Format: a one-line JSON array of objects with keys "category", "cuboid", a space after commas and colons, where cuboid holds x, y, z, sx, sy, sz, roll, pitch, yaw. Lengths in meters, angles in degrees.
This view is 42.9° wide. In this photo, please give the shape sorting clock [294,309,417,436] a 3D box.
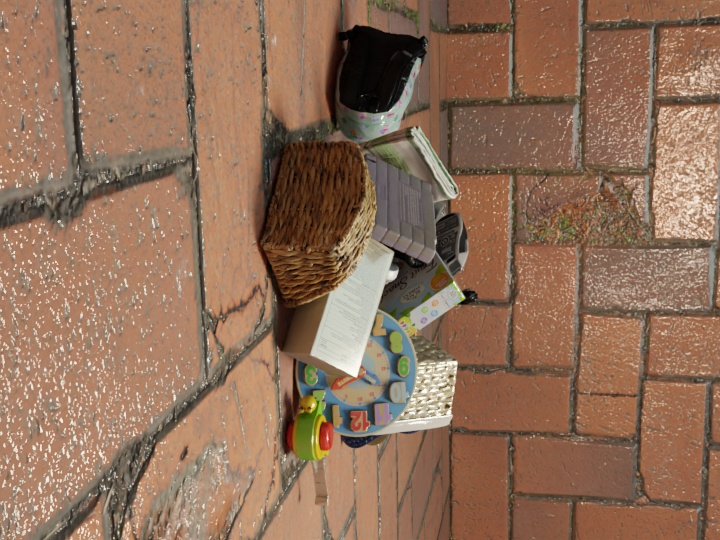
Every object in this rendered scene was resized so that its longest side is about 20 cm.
[{"category": "shape sorting clock", "cuboid": [-0.004, 0.155, 1.418, 0.039, 0.196, 0.204, 177, -85, -74]}]

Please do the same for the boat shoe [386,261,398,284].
[{"category": "boat shoe", "cuboid": [0.000, 0.000, 1.552, 0.199, 0.069, 0.067, 29, -73, 57]}]

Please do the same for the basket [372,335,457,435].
[{"category": "basket", "cuboid": [0.054, 0.189, 1.556, 0.135, 0.197, 0.126, 32, -64, 54]}]

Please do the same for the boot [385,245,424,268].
[{"category": "boot", "cuboid": [0.026, -0.100, 1.504, 0.080, 0.157, 0.212, -52, 136, -14]}]

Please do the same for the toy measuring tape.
[{"category": "toy measuring tape", "cuboid": [-0.073, 0.283, 1.378, 0.074, 0.072, 0.204, -62, 150, -65]}]

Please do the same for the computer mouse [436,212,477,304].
[{"category": "computer mouse", "cuboid": [0.161, -0.014, 1.605, 0.044, 0.109, 0.203, 35, 47, -34]}]

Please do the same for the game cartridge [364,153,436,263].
[{"category": "game cartridge", "cuboid": [0.055, -0.097, 1.409, 0.039, 0.128, 0.201, -53, -161, 30]}]

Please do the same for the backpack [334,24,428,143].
[{"category": "backpack", "cuboid": [0.028, -0.326, 1.629, 0.127, 0.164, 0.203, 82, 20, -56]}]

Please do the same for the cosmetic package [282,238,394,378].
[{"category": "cosmetic package", "cuboid": [-0.031, 0.045, 1.357, 0.103, 0.072, 0.203, 31, 71, -37]}]

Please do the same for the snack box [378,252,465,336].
[{"category": "snack box", "cuboid": [0.078, 0.017, 1.570, 0.053, 0.141, 0.201, 50, 8, -37]}]

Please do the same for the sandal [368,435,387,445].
[{"category": "sandal", "cuboid": [0.018, 0.242, 1.800, 0.070, 0.076, 0.215, -74, 155, -54]}]

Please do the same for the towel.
[{"category": "towel", "cuboid": [0.050, -0.157, 1.537, 0.150, 0.198, 0.031, 54, 45, -27]}]

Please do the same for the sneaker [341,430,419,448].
[{"category": "sneaker", "cuboid": [0.057, 0.271, 1.721, 0.071, 0.197, 0.078, 65, 21, -14]}]

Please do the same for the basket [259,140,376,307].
[{"category": "basket", "cuboid": [-0.045, -0.065, 1.303, 0.150, 0.140, 0.203, 74, 20, -51]}]

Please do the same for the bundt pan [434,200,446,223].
[{"category": "bundt pan", "cuboid": [0.057, -0.099, 1.704, 0.076, 0.198, 0.204, -59, 151, -41]}]
